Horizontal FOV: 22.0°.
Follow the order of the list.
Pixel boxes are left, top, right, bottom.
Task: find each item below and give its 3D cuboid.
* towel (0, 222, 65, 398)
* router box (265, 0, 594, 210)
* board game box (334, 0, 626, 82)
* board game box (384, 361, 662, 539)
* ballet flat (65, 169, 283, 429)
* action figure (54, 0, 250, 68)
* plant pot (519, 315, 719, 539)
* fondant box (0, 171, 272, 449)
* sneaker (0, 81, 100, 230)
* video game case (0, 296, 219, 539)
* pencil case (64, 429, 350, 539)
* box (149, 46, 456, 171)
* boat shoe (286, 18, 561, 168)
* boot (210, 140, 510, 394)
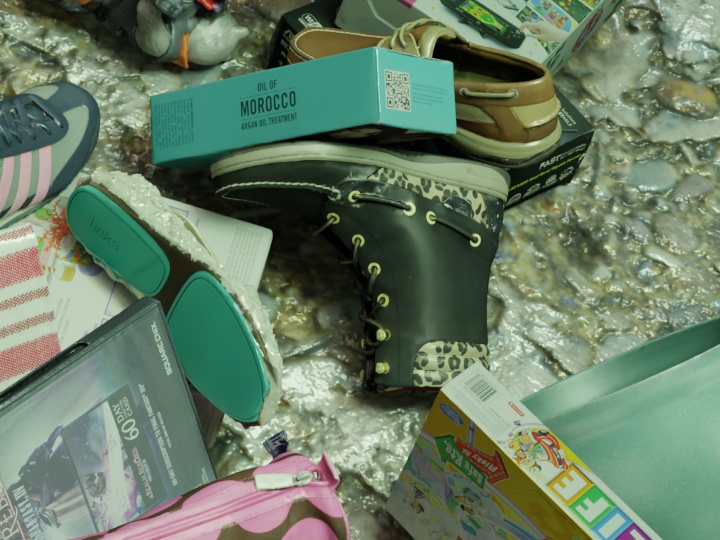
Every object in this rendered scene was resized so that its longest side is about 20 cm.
[{"bbox_3d":[-0.231,0.084,1.038,0.146,0.201,0.030,-22,27,-30],"label":"towel"},{"bbox_3d":[0.050,-0.125,1.351,0.150,0.062,0.200,-26,65,-33],"label":"router box"},{"bbox_3d":[0.100,-0.208,1.350,0.147,0.064,0.200,35,50,10],"label":"board game box"},{"bbox_3d":[0.108,0.164,1.058,0.034,0.135,0.200,-33,68,-34],"label":"board game box"},{"bbox_3d":[-0.100,0.008,1.132,0.072,0.072,0.200,-29,67,-32],"label":"ballet flat"},{"bbox_3d":[-0.168,-0.214,1.356,0.193,0.105,0.200,31,26,-1],"label":"action figure"},{"bbox_3d":[0.186,0.122,1.140,0.200,0.200,0.135,-24,90,-30],"label":"plant pot"},{"bbox_3d":[-0.169,0.015,1.181,0.199,0.058,0.145,17,51,-5],"label":"fondant box"},{"bbox_3d":[-0.226,-0.074,1.142,0.070,0.082,0.200,33,47,11],"label":"sneaker"},{"bbox_3d":[-0.171,0.125,1.056,0.019,0.143,0.200,12,38,43],"label":"video game case"},{"bbox_3d":[-0.102,0.164,1.050,0.200,0.094,0.091,-20,68,-37],"label":"pencil case"},{"bbox_3d":[-0.040,-0.102,1.216,0.082,0.200,0.049,3,82,-50],"label":"box"},{"bbox_3d":[0.046,-0.135,1.248,0.199,0.074,0.076,18,43,20],"label":"boat shoe"},{"bbox_3d":[0.001,0.000,1.195,0.203,0.073,0.154,5,82,-20],"label":"boot"}]
